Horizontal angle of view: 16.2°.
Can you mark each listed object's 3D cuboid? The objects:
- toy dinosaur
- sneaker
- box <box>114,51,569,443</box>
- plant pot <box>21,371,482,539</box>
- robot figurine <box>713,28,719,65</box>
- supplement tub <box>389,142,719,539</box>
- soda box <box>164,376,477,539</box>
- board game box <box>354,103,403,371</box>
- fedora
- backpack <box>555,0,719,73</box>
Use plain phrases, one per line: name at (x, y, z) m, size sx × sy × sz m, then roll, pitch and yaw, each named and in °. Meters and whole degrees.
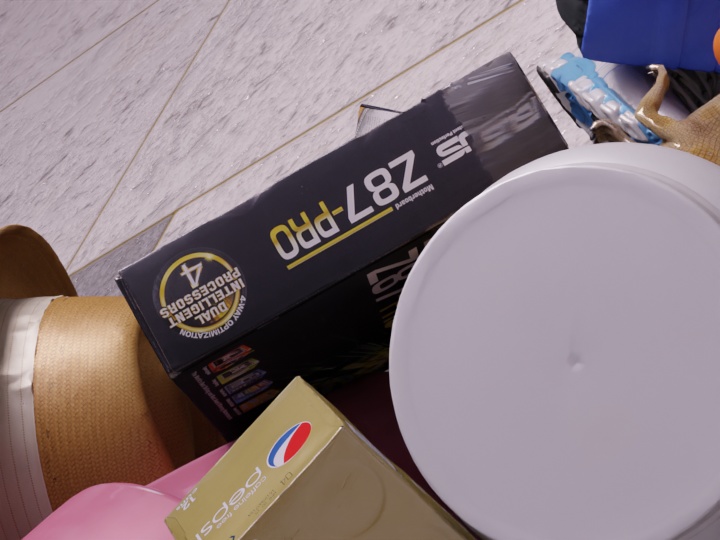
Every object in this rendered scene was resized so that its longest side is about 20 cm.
toy dinosaur at (0.125, -0.021, 1.046) m, size 0.101 × 0.058 × 0.201 m, roll 8°, pitch 65°, yaw 27°
sneaker at (0.149, -0.095, 1.251) m, size 0.087 × 0.075 × 0.200 m, roll -39°, pitch 19°, yaw 3°
box at (0.000, 0.000, 0.961) m, size 0.161 × 0.049 × 0.200 m, roll -31°, pitch -13°, yaw -3°
plant pot at (-0.019, 0.140, 0.970) m, size 0.179 × 0.200 × 0.200 m, roll -39°, pitch 12°, yaw -33°
robot figurine at (0.216, -0.115, 1.003) m, size 0.144 × 0.117 × 0.200 m, roll -28°, pitch 63°, yaw -6°
supplement tub at (0.097, 0.032, 0.866) m, size 0.145 × 0.145 × 0.200 m, roll -41°, pitch -15°, yaw 12°
soda box at (0.032, 0.129, 0.833) m, size 0.068 × 0.200 × 0.064 m, roll -47°, pitch 19°, yaw -2°
board game box at (0.023, 0.031, 1.140) m, size 0.135 × 0.034 × 0.201 m, roll 19°, pitch 99°, yaw 65°
fedora at (-0.104, 0.074, 1.062) m, size 0.082 × 0.201 × 0.201 m, roll -10°, pitch 31°, yaw 15°
backpack at (0.175, -0.187, 1.194) m, size 0.167 × 0.163 × 0.200 m, roll 6°, pitch 28°, yaw 11°
